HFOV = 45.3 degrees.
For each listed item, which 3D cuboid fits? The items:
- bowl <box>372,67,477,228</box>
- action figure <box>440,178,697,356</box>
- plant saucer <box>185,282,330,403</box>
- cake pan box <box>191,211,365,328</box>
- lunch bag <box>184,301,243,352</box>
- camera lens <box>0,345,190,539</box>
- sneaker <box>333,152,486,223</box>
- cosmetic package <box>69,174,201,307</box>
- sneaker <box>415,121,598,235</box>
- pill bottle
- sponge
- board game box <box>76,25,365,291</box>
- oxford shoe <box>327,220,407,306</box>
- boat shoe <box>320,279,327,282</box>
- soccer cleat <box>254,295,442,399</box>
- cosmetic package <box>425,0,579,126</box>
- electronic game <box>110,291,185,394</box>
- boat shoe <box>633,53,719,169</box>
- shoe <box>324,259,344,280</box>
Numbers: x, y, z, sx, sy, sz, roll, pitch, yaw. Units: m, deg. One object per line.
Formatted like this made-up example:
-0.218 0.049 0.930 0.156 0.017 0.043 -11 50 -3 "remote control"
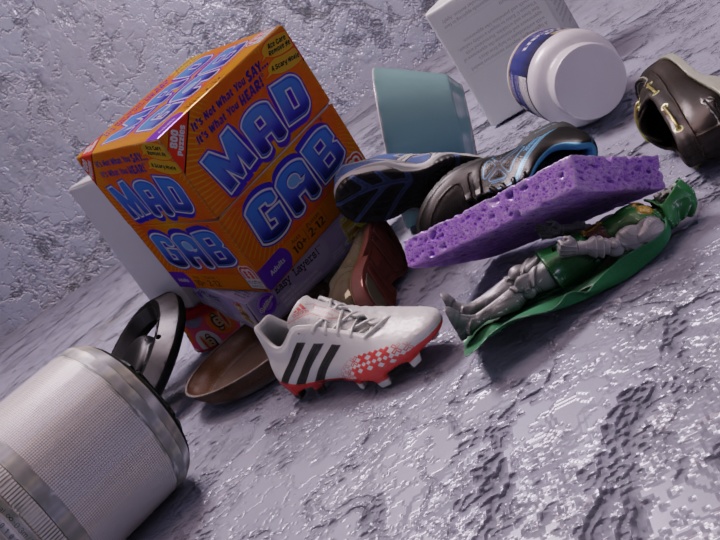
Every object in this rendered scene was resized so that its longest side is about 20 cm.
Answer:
0.086 -0.161 1.063 0.104 0.203 0.201 -12 17 7 "bowl"
0.155 -0.008 0.636 0.199 0.055 0.118 -29 12 7 "action figure"
-0.105 0.085 0.958 0.199 0.032 0.200 -32 15 9 "plant saucer"
-0.103 -0.021 1.040 0.184 0.053 0.199 -42 27 -18 "cake pan box"
-0.148 0.019 1.188 0.175 0.082 0.200 -20 23 36 "lunch bag"
-0.259 0.177 0.739 0.200 0.161 0.159 -44 17 -34 "camera lens"
0.065 -0.100 0.937 0.198 0.076 0.077 -1 27 -14 "sneaker"
-0.235 -0.088 1.149 0.200 0.200 0.122 -45 23 -29 "cosmetic package"
0.143 -0.083 0.858 0.199 0.073 0.082 -35 16 3 "sneaker"
0.247 -0.232 1.031 0.111 0.112 0.200 -32 14 7 "pill bottle"
0.135 -0.045 0.707 0.111 0.030 0.199 -7 -11 -37 "sponge"
-0.150 -0.118 0.977 0.199 0.201 0.200 1 44 49 "board game box"
0.000 0.000 0.920 0.073 0.071 0.200 -31 14 23 "oxford shoe"
-0.055 -0.020 1.122 0.063 0.071 0.201 -26 24 31 "boat shoe"
-0.016 0.055 0.740 0.199 0.086 0.069 -20 19 46 "soccer cleat"
0.230 -0.362 1.312 0.164 0.201 0.165 -27 16 27 "cosmetic package"
-0.272 0.120 1.067 0.200 0.041 0.201 -40 35 36 "electronic game"
0.271 -0.139 0.751 0.060 0.072 0.201 -28 18 9 "boat shoe"
0.008 -0.056 1.105 0.053 0.070 0.201 -1 39 31 "shoe"
